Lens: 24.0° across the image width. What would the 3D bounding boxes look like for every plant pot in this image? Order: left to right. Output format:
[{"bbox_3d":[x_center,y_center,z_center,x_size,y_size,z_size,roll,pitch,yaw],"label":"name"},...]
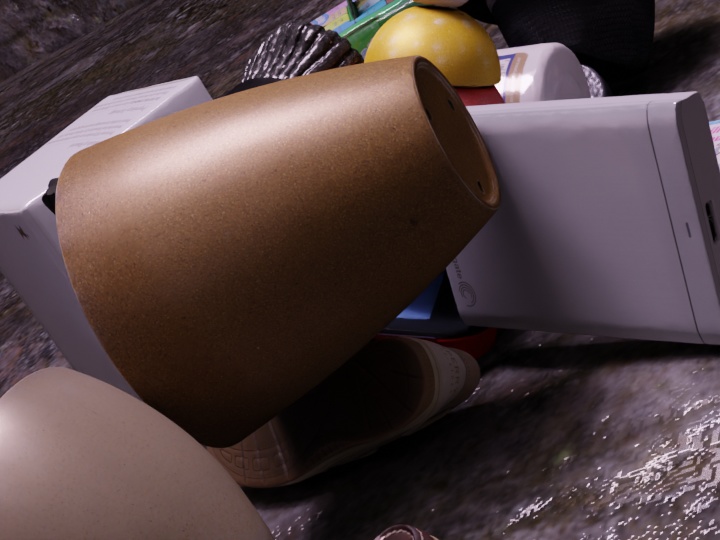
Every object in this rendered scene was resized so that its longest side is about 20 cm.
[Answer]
[{"bbox_3d":[-0.116,0.162,0.839,0.134,0.201,0.201,14,37,16],"label":"plant pot"},{"bbox_3d":[-0.030,-0.029,0.927,0.199,0.187,0.187,-27,19,18],"label":"plant pot"}]

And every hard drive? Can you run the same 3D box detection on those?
[{"bbox_3d":[0.115,-0.028,0.930,0.027,0.133,0.199,-28,20,-35],"label":"hard drive"}]

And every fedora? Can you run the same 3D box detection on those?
[{"bbox_3d":[0.168,-0.188,1.287,0.199,0.092,0.201,-11,-9,-2],"label":"fedora"}]

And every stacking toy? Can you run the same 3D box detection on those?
[{"bbox_3d":[0.047,-0.114,1.064,0.145,0.201,0.146,7,14,-2],"label":"stacking toy"}]

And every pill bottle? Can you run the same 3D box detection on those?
[{"bbox_3d":[0.057,-0.094,1.200,0.199,0.112,0.111,-4,31,29],"label":"pill bottle"}]

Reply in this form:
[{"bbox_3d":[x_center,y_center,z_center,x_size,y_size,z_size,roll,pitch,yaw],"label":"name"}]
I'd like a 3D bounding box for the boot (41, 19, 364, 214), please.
[{"bbox_3d":[-0.103,-0.086,1.135,0.210,0.080,0.159,4,57,36],"label":"boot"}]

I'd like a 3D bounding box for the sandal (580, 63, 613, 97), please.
[{"bbox_3d":[0.100,-0.085,1.266,0.199,0.077,0.043,-22,-23,21],"label":"sandal"}]

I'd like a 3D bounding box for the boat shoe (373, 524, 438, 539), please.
[{"bbox_3d":[-0.024,0.178,0.775,0.072,0.072,0.200,-13,27,46],"label":"boat shoe"}]

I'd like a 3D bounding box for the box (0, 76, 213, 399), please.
[{"bbox_3d":[-0.168,-0.016,1.305,0.171,0.200,0.200,-41,18,-21],"label":"box"}]

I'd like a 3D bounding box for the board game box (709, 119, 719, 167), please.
[{"bbox_3d":[0.201,-0.043,1.016,0.134,0.034,0.199,-45,21,-31],"label":"board game box"}]

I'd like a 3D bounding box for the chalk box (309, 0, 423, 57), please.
[{"bbox_3d":[0.020,-0.158,1.344,0.123,0.201,0.125,-31,18,8],"label":"chalk box"}]

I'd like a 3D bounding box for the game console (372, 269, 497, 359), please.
[{"bbox_3d":[0.000,0.000,1.107,0.198,0.031,0.177,4,33,12],"label":"game console"}]

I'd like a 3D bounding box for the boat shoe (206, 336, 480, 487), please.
[{"bbox_3d":[-0.015,0.085,1.023,0.199,0.073,0.065,-23,-16,41],"label":"boat shoe"}]
